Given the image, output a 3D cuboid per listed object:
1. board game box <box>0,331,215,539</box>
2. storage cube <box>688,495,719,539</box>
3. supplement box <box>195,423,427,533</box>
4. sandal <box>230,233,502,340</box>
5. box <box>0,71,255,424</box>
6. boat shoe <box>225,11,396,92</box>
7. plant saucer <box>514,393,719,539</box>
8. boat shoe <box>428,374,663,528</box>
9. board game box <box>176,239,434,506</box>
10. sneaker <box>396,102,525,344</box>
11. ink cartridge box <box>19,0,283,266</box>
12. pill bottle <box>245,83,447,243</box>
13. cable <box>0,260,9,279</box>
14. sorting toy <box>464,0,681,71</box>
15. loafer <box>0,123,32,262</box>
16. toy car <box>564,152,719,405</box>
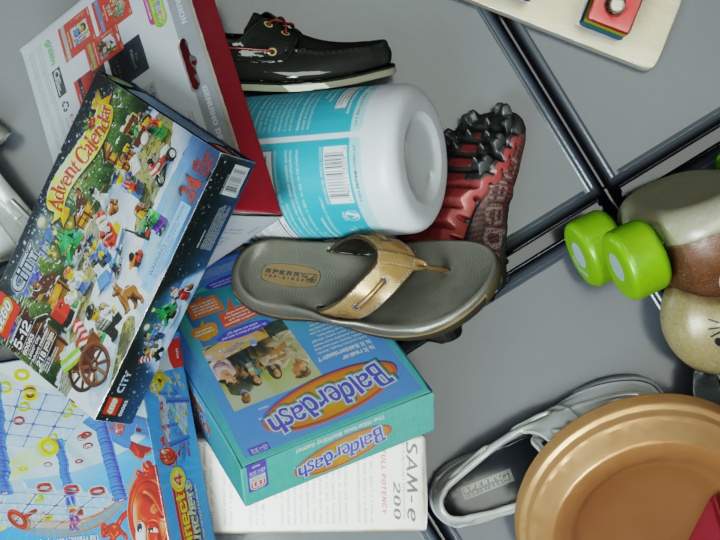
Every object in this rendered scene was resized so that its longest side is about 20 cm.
[{"bbox_3d":[-0.208,0.155,1.504,0.200,0.056,0.196,-11,90,30],"label":"board game box"},{"bbox_3d":[0.303,0.297,1.513,0.200,0.180,0.171,22,113,-10],"label":"storage cube"},{"bbox_3d":[-0.051,0.154,1.568,0.200,0.126,0.074,-1,91,0],"label":"supplement box"},{"bbox_3d":[0.000,0.000,1.503,0.200,0.055,0.082,7,61,15],"label":"sandal"},{"bbox_3d":[-0.167,-0.016,1.418,0.137,0.038,0.200,33,102,36],"label":"box"},{"bbox_3d":[-0.074,-0.164,1.591,0.201,0.074,0.063,-1,98,3],"label":"boat shoe"},{"bbox_3d":[0.217,0.186,1.574,0.200,0.037,0.200,-3,118,-6],"label":"plant saucer"},{"bbox_3d":[0.145,0.139,1.601,0.200,0.066,0.072,-21,91,-1],"label":"boat shoe"},{"bbox_3d":[-0.058,0.065,1.529,0.152,0.045,0.200,-20,47,-17],"label":"board game box"},{"bbox_3d":[0.079,-0.030,1.596,0.098,0.071,0.200,46,62,-41],"label":"sneaker"},{"bbox_3d":[-0.137,-0.110,1.492,0.176,0.084,0.200,-31,68,37],"label":"ink cartridge box"},{"bbox_3d":[-0.045,-0.077,1.555,0.200,0.111,0.111,-2,91,25],"label":"pill bottle"},{"bbox_3d":[-0.238,0.069,1.576,0.163,0.051,0.200,14,117,20],"label":"cable"},{"bbox_3d":[0.169,-0.281,1.596,0.200,0.070,0.199,21,90,-1],"label":"sorting toy"},{"bbox_3d":[-0.300,-0.097,1.594,0.070,0.070,0.200,-26,99,-6],"label":"loafer"},{"bbox_3d":[0.274,0.026,1.570,0.164,0.158,0.200,-25,102,-10],"label":"toy car"}]
